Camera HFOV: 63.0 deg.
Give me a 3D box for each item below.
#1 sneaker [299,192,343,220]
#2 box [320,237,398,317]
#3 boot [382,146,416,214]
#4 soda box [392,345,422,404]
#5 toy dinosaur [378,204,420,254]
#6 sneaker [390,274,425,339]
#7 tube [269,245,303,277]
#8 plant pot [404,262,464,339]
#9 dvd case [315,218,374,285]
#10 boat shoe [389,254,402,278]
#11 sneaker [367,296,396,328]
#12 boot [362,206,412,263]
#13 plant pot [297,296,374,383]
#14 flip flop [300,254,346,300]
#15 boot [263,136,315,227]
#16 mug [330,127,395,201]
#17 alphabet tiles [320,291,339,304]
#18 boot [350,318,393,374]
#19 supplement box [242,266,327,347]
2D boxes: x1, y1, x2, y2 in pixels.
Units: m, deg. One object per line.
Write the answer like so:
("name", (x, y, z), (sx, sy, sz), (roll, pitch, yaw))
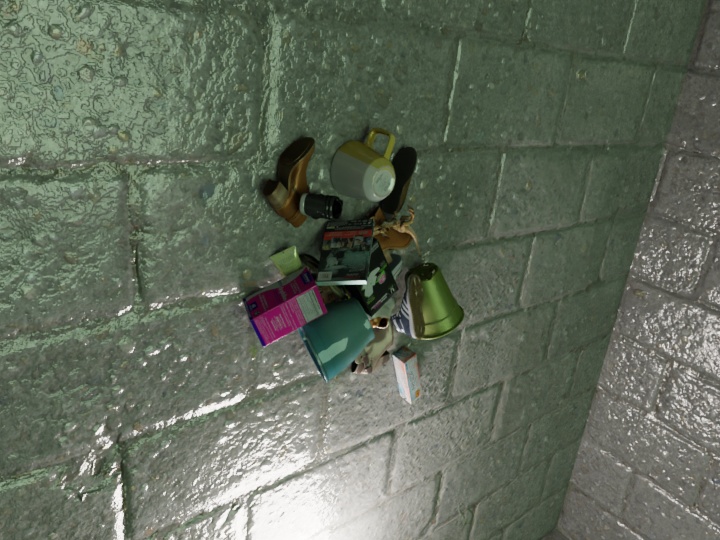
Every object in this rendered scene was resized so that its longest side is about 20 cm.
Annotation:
("sneaker", (-0.086, -0.161, 1.531), (0.200, 0.096, 0.074), (-15, 116, -78))
("box", (0.000, 0.000, 1.694), (0.124, 0.147, 0.203), (-40, 131, -17))
("boot", (0.121, -0.267, 1.761), (0.075, 0.072, 0.206), (0, 111, -68))
("soda box", (0.169, 0.372, 2.094), (0.063, 0.068, 0.206), (-30, 127, -27))
("toy dinosaur", (0.131, -0.134, 1.759), (0.196, 0.061, 0.107), (20, 115, -38))
("sneaker", (0.147, 0.111, 1.872), (0.069, 0.107, 0.208), (-13, 104, -38))
("tube", (-0.175, 0.021, 1.627), (0.058, 0.051, 0.203), (-51, 135, -29))
("plant pot", (0.227, 0.088, 1.946), (0.198, 0.198, 0.195), (-34, 118, -24))
("dvd case", (-0.039, -0.051, 1.585), (0.022, 0.140, 0.205), (68, 24, -51))
("boat shoe", (0.068, 0.044, 1.843), (0.203, 0.073, 0.088), (-49, 140, -32))
("sneaker", (0.067, 0.136, 1.842), (0.198, 0.071, 0.087), (-16, 81, -62))
("boot", (0.081, -0.124, 1.778), (0.200, 0.072, 0.158), (-46, 118, -42))
("plant pot", (-0.065, 0.180, 1.669), (0.184, 0.200, 0.204), (-28, 128, -12))
("flip flop", (-0.110, 0.030, 1.673), (0.057, 0.082, 0.201), (-39, 133, 1))
("boot", (-0.153, -0.223, 1.515), (0.204, 0.075, 0.156), (-62, 144, -15))
("mug", (0.018, -0.276, 1.586), (0.146, 0.152, 0.193), (-16, 120, -34))
("alphabet tiles", (-0.054, 0.047, 1.779), (0.197, 0.007, 0.172), (-33, 129, -26))
("boot", (0.032, 0.242, 1.913), (0.142, 0.070, 0.208), (-9, 109, -30))
("supplement box", (-0.200, 0.095, 1.565), (0.195, 0.102, 0.106), (-27, 127, -9))
